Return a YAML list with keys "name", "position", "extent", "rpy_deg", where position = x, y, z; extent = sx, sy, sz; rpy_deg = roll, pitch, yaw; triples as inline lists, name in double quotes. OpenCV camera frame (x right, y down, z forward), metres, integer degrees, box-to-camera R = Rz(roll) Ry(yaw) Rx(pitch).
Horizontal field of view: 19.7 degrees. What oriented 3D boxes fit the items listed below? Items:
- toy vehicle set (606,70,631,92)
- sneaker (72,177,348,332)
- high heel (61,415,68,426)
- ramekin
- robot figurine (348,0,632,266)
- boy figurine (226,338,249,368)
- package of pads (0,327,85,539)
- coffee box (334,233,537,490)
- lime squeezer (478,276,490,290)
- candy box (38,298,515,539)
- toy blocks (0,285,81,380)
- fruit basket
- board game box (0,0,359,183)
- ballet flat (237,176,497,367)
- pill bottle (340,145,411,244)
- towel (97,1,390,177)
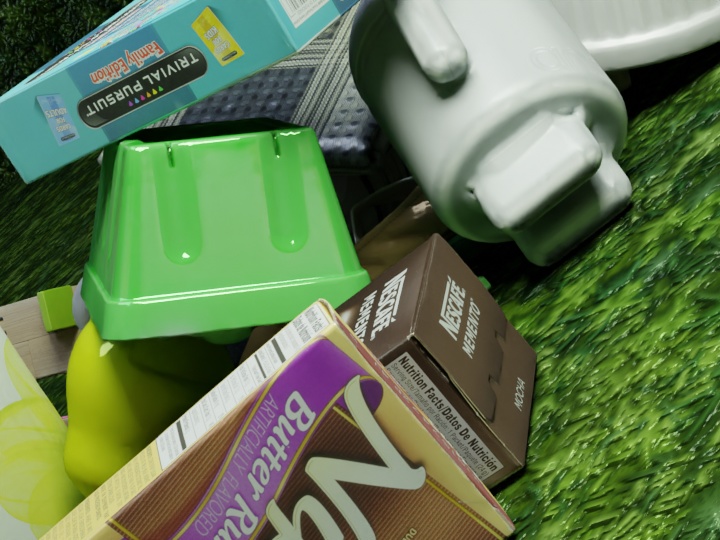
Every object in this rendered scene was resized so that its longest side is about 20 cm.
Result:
- name: "toy vehicle set"
  position: [0.065, -0.135, 1.293]
  extent: [0.124, 0.027, 0.200]
  rpy_deg: [-28, 36, -11]
- name: "sneaker"
  position: [-0.105, -0.027, 1.231]
  extent: [0.200, 0.088, 0.075]
  rpy_deg: [-34, -33, -33]
- name: "high heel"
  position: [-0.095, 0.077, 1.142]
  extent: [0.200, 0.096, 0.067]
  rpy_deg: [-35, 14, 25]
- name: "ramekin"
  position: [0.150, -0.204, 1.196]
  extent: [0.201, 0.095, 0.203]
  rpy_deg: [-13, 33, 9]
- name: "robot figurine"
  position: [0.065, -0.095, 1.095]
  extent: [0.113, 0.170, 0.200]
  rpy_deg: [-36, 53, 6]
- name: "boy figurine"
  position: [-0.114, 0.086, 1.244]
  extent: [0.200, 0.064, 0.124]
  rpy_deg: [-45, 14, -14]
- name: "package of pads"
  position: [-0.202, 0.124, 1.064]
  extent: [0.068, 0.200, 0.155]
  rpy_deg: [-20, 22, 29]
- name: "coffee box"
  position: [-0.022, 0.086, 0.939]
  extent: [0.200, 0.080, 0.113]
  rpy_deg: [-36, 14, 20]
- name: "lime squeezer"
  position: [-0.005, 0.073, 1.064]
  extent: [0.200, 0.038, 0.071]
  rpy_deg: [-42, -18, -1]
- name: "candy box"
  position: [-0.051, 0.122, 0.830]
  extent: [0.200, 0.117, 0.056]
  rpy_deg: [-40, 13, 1]
- name: "toy blocks"
  position: [-0.180, 0.037, 1.375]
  extent: [0.136, 0.100, 0.200]
  rpy_deg: [-15, -1, 37]
- name: "fruit basket"
  position: [-0.081, 0.027, 1.061]
  extent: [0.155, 0.217, 0.216]
  rpy_deg: [-6, 9, -10]
- name: "board game box"
  position: [-0.077, -0.125, 1.052]
  extent: [0.200, 0.047, 0.151]
  rpy_deg: [-21, 17, 39]
- name: "ballet flat"
  position: [0.000, 0.000, 1.183]
  extent: [0.200, 0.063, 0.069]
  rpy_deg: [-35, -21, 13]
- name: "pill bottle"
  position: [-0.019, -0.067, 1.364]
  extent: [0.111, 0.111, 0.200]
  rpy_deg: [-25, 20, 50]
- name: "towel"
  position: [-0.041, -0.125, 1.253]
  extent: [0.192, 0.035, 0.200]
  rpy_deg: [0, 47, 29]
